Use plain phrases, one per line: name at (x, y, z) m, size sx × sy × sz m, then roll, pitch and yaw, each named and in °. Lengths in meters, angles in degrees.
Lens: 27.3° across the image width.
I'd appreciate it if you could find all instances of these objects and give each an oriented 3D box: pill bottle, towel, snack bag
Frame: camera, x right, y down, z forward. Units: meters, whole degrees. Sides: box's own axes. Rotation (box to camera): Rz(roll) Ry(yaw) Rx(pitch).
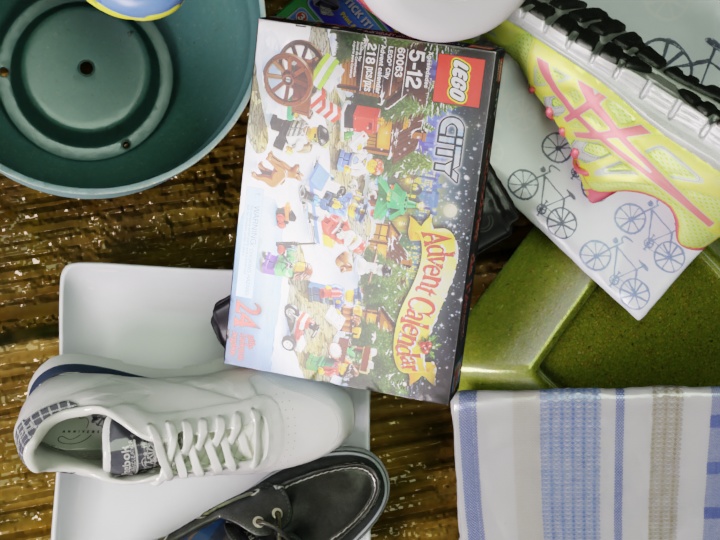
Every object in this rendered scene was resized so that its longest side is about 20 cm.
pill bottle at (0.025, -0.204, 0.851) m, size 0.111 × 0.200 × 0.113 m, roll -5°, pitch 111°, yaw -14°
towel at (0.154, 0.125, 0.918) m, size 0.198 × 0.024 × 0.148 m, roll -3°, pitch 127°, yaw 7°
snack bag at (0.165, -0.105, 0.876) m, size 0.189 × 0.021 × 0.200 m, roll 44°, pitch 99°, yaw 4°

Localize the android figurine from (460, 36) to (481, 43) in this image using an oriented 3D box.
android figurine at (0.109, -0.140, 0.961) m, size 0.182 × 0.041 × 0.200 m, roll 41°, pitch 61°, yaw -7°

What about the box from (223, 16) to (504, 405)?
box at (0.000, -0.035, 0.843) m, size 0.135 × 0.038 × 0.202 m, roll 9°, pitch 103°, yaw 12°

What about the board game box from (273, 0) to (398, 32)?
board game box at (0.037, -0.115, 0.979) m, size 0.134 × 0.029 × 0.200 m, roll -41°, pitch 93°, yaw -12°

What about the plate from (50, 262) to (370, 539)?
plate at (-0.092, 0.098, 0.937) m, size 0.198 × 0.032 × 0.201 m, roll 1°, pitch 84°, yaw -10°

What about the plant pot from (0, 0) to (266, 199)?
plant pot at (-0.163, -0.133, 0.890) m, size 0.199 × 0.134 × 0.202 m, roll 1°, pitch 82°, yaw -11°

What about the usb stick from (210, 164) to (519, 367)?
usb stick at (0.000, 0.000, 0.894) m, size 0.199 × 0.033 × 0.056 m, roll -30°, pitch 92°, yaw 12°

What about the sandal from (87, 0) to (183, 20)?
sandal at (-0.149, -0.228, 0.794) m, size 0.079 × 0.087 × 0.201 m, roll -28°, pitch 91°, yaw -16°

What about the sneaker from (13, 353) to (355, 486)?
sneaker at (-0.100, 0.096, 0.869) m, size 0.198 × 0.081 × 0.077 m, roll -1°, pitch 107°, yaw -6°

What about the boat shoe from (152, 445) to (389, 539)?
boat shoe at (-0.068, 0.167, 0.890) m, size 0.199 × 0.057 × 0.069 m, roll -26°, pitch 90°, yaw -12°

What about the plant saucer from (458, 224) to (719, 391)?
plant saucer at (0.177, 0.045, 0.946) m, size 0.200 × 0.048 × 0.200 m, roll 41°, pitch 80°, yaw -26°

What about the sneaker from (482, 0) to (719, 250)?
sneaker at (0.138, -0.084, 0.837) m, size 0.200 × 0.078 × 0.091 m, roll 39°, pitch 120°, yaw 16°
